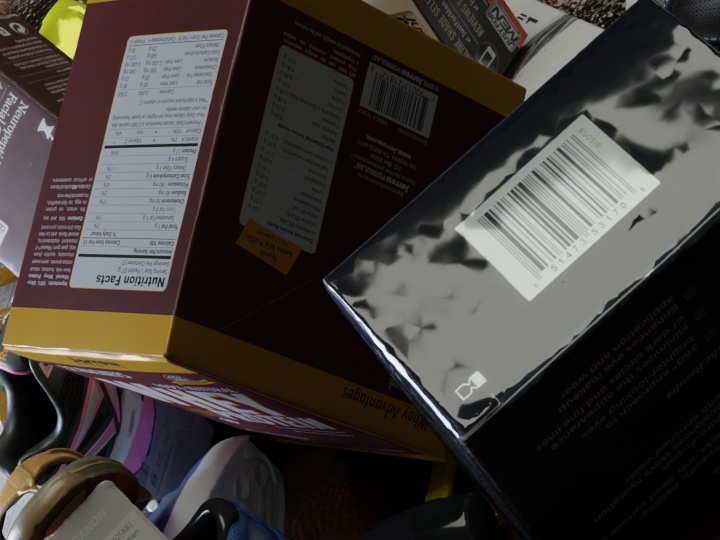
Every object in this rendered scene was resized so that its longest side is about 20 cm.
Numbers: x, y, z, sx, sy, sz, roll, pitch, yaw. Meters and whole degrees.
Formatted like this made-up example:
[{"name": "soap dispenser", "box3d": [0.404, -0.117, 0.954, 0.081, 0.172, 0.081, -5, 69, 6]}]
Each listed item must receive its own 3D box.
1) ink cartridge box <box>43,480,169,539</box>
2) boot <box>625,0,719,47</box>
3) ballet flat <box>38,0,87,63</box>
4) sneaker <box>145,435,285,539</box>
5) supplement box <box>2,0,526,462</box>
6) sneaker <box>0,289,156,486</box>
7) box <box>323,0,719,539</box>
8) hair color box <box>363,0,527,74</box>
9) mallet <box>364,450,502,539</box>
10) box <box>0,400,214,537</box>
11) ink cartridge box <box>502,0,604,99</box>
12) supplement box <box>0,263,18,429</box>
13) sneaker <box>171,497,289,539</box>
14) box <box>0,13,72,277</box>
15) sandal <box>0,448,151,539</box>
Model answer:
[{"name": "ink cartridge box", "box3d": [-0.104, 0.218, 1.069, 0.161, 0.200, 0.050, -46, 11, -11]}, {"name": "boot", "box3d": [0.244, -0.155, 1.239, 0.199, 0.073, 0.090, -22, 33, -16]}, {"name": "ballet flat", "box3d": [-0.108, -0.092, 1.363, 0.199, 0.067, 0.067, 29, 70, 15]}, {"name": "sneaker", "box3d": [-0.134, 0.176, 1.250, 0.146, 0.081, 0.201, -3, 54, 34]}, {"name": "supplement box", "box3d": [-0.045, -0.028, 1.182, 0.132, 0.197, 0.202, 2, 75, 47]}, {"name": "sneaker", "box3d": [-0.152, 0.026, 1.237, 0.080, 0.202, 0.086, 14, 18, 42]}, {"name": "box", "box3d": [0.117, 0.021, 1.065, 0.196, 0.200, 0.117, -41, 52, -4]}, {"name": "hair color box", "box3d": [-0.013, -0.138, 1.339, 0.199, 0.102, 0.061, -4, 42, 46]}, {"name": "mallet", "box3d": [0.055, 0.084, 1.224, 0.066, 0.041, 0.201, -16, 36, 32]}, {"name": "box", "box3d": [-0.192, 0.137, 1.374, 0.199, 0.060, 0.117, -17, 39, 29]}, {"name": "ink cartridge box", "box3d": [0.096, -0.064, 1.309, 0.146, 0.084, 0.200, -44, 33, -8]}, {"name": "supplement box", "box3d": [-0.195, 0.032, 1.430, 0.068, 0.067, 0.200, -20, 14, 2]}, {"name": "sneaker", "box3d": [-0.118, 0.184, 1.118, 0.200, 0.089, 0.078, -45, 37, -11]}, {"name": "box", "box3d": [-0.163, -0.045, 1.328, 0.100, 0.200, 0.075, -59, -15, 25]}, {"name": "sandal", "box3d": [-0.145, 0.115, 1.130, 0.080, 0.054, 0.200, -49, -5, -4]}]
